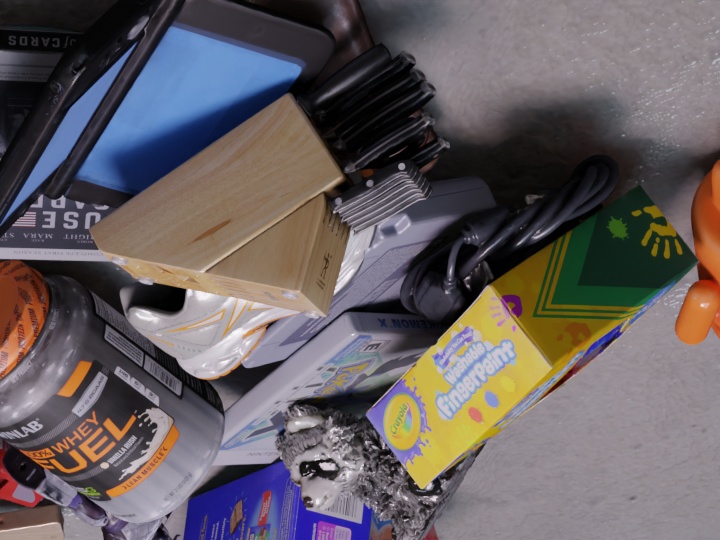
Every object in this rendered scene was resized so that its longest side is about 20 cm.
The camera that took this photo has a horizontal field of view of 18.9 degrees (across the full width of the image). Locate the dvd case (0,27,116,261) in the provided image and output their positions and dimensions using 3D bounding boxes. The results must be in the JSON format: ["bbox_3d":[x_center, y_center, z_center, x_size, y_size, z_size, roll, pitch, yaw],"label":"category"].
[{"bbox_3d":[-0.186,-0.077,1.401,0.149,0.025,0.201,1,140,-10],"label":"dvd case"}]

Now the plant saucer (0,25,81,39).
[{"bbox_3d":[-0.217,-0.093,1.416,0.198,0.028,0.201,-5,141,-4],"label":"plant saucer"}]

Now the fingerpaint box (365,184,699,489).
[{"bbox_3d":[0.118,0.049,1.501,0.166,0.074,0.200,-31,169,-38],"label":"fingerpaint box"}]

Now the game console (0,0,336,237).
[{"bbox_3d":[-0.132,-0.073,1.305,0.116,0.176,0.200,37,130,-1],"label":"game console"}]

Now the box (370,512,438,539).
[{"bbox_3d":[-0.029,0.263,1.823,0.094,0.103,0.200,9,140,-41],"label":"box"}]

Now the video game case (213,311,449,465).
[{"bbox_3d":[-0.009,0.092,1.637,0.181,0.022,0.200,3,145,-47],"label":"video game case"}]

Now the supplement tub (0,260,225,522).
[{"bbox_3d":[-0.202,0.086,1.557,0.122,0.123,0.200,-30,130,26],"label":"supplement tub"}]

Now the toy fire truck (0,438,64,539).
[{"bbox_3d":[-0.294,0.207,1.764,0.140,0.049,0.200,23,132,-33],"label":"toy fire truck"}]

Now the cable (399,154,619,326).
[{"bbox_3d":[0.103,-0.020,1.499,0.163,0.051,0.200,-36,170,-12],"label":"cable"}]

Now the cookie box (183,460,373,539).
[{"bbox_3d":[-0.074,0.250,1.710,0.075,0.173,0.200,17,157,-27],"label":"cookie box"}]

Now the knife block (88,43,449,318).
[{"bbox_3d":[-0.051,-0.068,1.344,0.198,0.177,0.064,10,167,18],"label":"knife block"}]

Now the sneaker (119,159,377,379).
[{"bbox_3d":[-0.074,-0.008,1.399,0.092,0.076,0.200,30,120,-37],"label":"sneaker"}]

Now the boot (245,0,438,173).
[{"bbox_3d":[-0.061,-0.104,1.396,0.185,0.065,0.200,-29,141,8],"label":"boot"}]

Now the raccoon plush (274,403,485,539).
[{"bbox_3d":[0.024,0.119,1.639,0.133,0.200,0.097,33,131,10],"label":"raccoon plush"}]

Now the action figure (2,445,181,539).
[{"bbox_3d":[-0.201,0.183,1.703,0.069,0.131,0.200,15,157,41],"label":"action figure"}]

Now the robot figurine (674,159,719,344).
[{"bbox_3d":[0.293,-0.008,1.530,0.116,0.145,0.201,12,148,23],"label":"robot figurine"}]

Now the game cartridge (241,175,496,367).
[{"bbox_3d":[0.000,0.000,1.513,0.132,0.041,0.200,-7,154,-46],"label":"game cartridge"}]
